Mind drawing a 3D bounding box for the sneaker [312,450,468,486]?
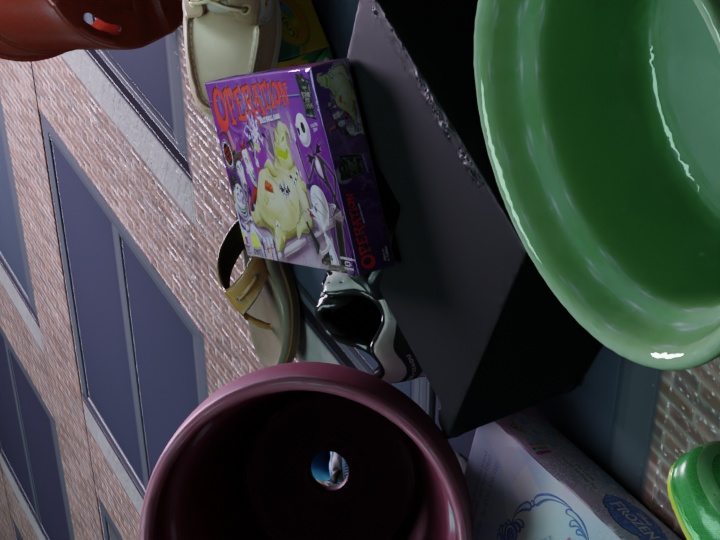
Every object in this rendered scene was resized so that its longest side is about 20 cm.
[{"bbox_3d":[0.024,0.160,1.134,0.200,0.081,0.074,26,129,58],"label":"sneaker"}]

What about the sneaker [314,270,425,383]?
[{"bbox_3d":[0.000,0.000,1.058,0.200,0.087,0.076,49,151,45],"label":"sneaker"}]

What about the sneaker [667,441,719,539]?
[{"bbox_3d":[0.219,0.124,0.676,0.200,0.074,0.084,36,143,40],"label":"sneaker"}]

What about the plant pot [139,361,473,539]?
[{"bbox_3d":[-0.025,0.149,0.988,0.179,0.198,0.202,-54,-53,-82],"label":"plant pot"}]

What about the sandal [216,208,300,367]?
[{"bbox_3d":[-0.093,-0.007,1.307,0.080,0.054,0.202,42,144,50],"label":"sandal"}]

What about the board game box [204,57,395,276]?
[{"bbox_3d":[-0.041,-0.063,0.955,0.200,0.032,0.121,-171,70,-68],"label":"board game box"}]

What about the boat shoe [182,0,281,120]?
[{"bbox_3d":[-0.092,-0.200,1.047,0.069,0.073,0.202,-17,-70,-76],"label":"boat shoe"}]

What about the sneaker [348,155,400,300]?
[{"bbox_3d":[0.018,-0.077,0.953,0.076,0.087,0.202,24,129,60],"label":"sneaker"}]

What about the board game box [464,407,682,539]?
[{"bbox_3d":[0.119,0.217,0.939,0.199,0.043,0.202,41,126,48],"label":"board game box"}]

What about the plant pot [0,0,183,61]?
[{"bbox_3d":[-0.233,-0.261,1.274,0.195,0.200,0.203,19,126,53],"label":"plant pot"}]

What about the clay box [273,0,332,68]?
[{"bbox_3d":[-0.084,-0.200,1.143,0.202,0.047,0.115,68,157,8],"label":"clay box"}]

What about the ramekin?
[{"bbox_3d":[0.140,-0.068,0.665,0.200,0.097,0.201,48,148,44],"label":"ramekin"}]

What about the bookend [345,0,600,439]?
[{"bbox_3d":[0.061,-0.047,0.874,0.200,0.091,0.201,61,157,26],"label":"bookend"}]
